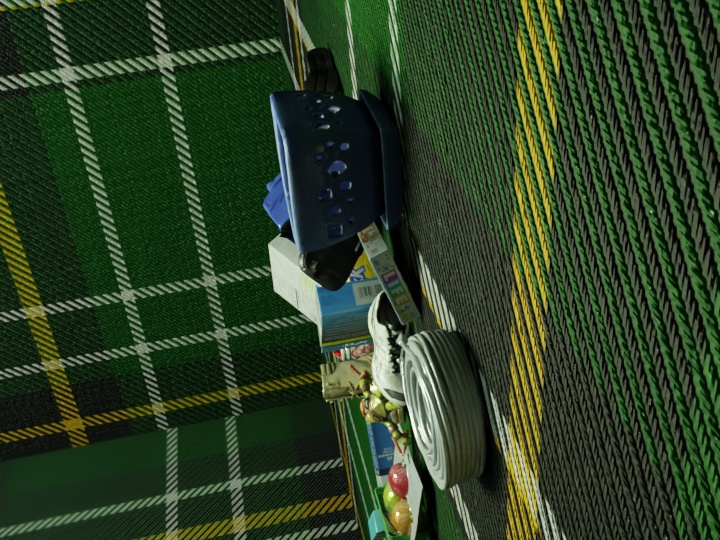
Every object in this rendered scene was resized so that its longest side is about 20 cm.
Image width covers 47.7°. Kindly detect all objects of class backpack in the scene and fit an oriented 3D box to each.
[{"bbox_3d":[-0.067,-0.118,1.540,0.200,0.162,0.168,41,-166,-45],"label":"backpack"}]

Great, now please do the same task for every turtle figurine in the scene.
[{"bbox_3d":[0.036,0.232,1.480,0.201,0.064,0.162,60,147,24],"label":"turtle figurine"}]

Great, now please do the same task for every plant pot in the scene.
[{"bbox_3d":[-0.035,-0.167,1.277,0.201,0.177,0.202,-111,14,-56],"label":"plant pot"}]

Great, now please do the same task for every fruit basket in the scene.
[{"bbox_3d":[0.090,0.424,1.546,0.186,0.092,0.202,-114,30,-61],"label":"fruit basket"}]

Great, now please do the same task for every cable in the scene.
[{"bbox_3d":[0.107,0.178,1.061,0.200,0.068,0.203,175,85,-82],"label":"cable"}]

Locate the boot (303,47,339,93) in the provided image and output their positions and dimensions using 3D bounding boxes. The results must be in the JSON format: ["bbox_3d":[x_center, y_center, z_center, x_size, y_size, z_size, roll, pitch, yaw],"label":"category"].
[{"bbox_3d":[-0.078,-0.382,1.816,0.139,0.076,0.202,82,-173,-48],"label":"boot"}]

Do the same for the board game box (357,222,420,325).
[{"bbox_3d":[0.035,-0.018,1.334,0.135,0.034,0.201,63,-178,-30],"label":"board game box"}]

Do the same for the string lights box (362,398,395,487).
[{"bbox_3d":[0.051,0.379,1.807,0.103,0.058,0.203,117,143,-79],"label":"string lights box"}]

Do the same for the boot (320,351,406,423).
[{"bbox_3d":[0.003,0.240,1.618,0.201,0.153,0.074,-111,14,-53],"label":"boot"}]

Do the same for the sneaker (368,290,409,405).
[{"bbox_3d":[0.054,0.129,1.393,0.088,0.075,0.202,103,154,-62],"label":"sneaker"}]

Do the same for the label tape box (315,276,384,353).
[{"bbox_3d":[-0.015,0.089,1.603,0.200,0.141,0.067,96,162,-65],"label":"label tape box"}]

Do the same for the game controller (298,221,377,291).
[{"bbox_3d":[-0.031,-0.067,1.418,0.042,0.202,0.104,9,156,49],"label":"game controller"}]

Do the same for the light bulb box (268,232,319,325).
[{"bbox_3d":[-0.099,0.013,1.905,0.199,0.125,0.199,36,153,20],"label":"light bulb box"}]

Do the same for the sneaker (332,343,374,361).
[{"bbox_3d":[-0.019,0.137,1.844,0.202,0.106,0.068,-114,15,-64],"label":"sneaker"}]

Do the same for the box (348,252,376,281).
[{"bbox_3d":[0.000,0.000,1.691,0.070,0.063,0.203,-141,41,-79],"label":"box"}]

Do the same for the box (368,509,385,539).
[{"bbox_3d":[0.065,0.585,1.885,0.200,0.081,0.050,98,162,-66],"label":"box"}]
